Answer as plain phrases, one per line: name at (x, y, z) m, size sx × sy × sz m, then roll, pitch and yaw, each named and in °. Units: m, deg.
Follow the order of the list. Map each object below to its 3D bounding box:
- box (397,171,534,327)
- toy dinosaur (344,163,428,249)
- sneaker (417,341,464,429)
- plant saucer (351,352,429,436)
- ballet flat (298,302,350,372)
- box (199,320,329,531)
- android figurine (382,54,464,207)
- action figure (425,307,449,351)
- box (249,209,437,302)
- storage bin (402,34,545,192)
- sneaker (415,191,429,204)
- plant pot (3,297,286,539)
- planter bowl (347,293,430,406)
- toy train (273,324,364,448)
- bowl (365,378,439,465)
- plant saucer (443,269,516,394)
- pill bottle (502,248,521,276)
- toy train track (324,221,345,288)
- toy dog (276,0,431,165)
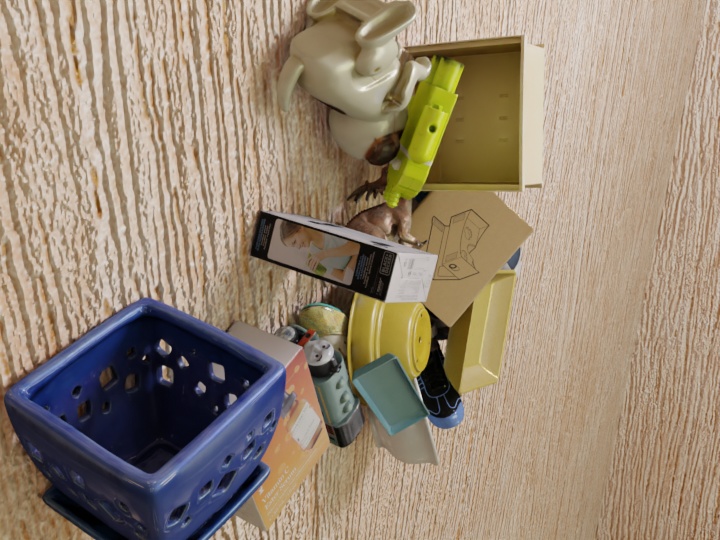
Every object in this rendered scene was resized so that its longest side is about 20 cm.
box at (0.142, -0.040, 1.365) m, size 0.200 × 0.163 × 0.021 m, roll -49°, pitch -171°, yaw 5°
toy dinosaur at (0.018, -0.060, 1.225) m, size 0.200 × 0.136 × 0.086 m, roll -44°, pitch 179°, yaw -29°
sneaker at (0.117, 0.175, 1.500) m, size 0.070 × 0.200 × 0.078 m, roll -24°, pitch 127°, yaw 1°
plant saucer at (0.044, 0.176, 1.264) m, size 0.070 × 0.019 × 0.200 m, roll -28°, pitch 143°, yaw 1°
ballet flat at (-0.030, 0.106, 1.277) m, size 0.071 × 0.070 × 0.200 m, roll -65°, pitch 154°, yaw -12°
box at (-0.135, 0.193, 1.111) m, size 0.152 × 0.106 × 0.201 m, roll -50°, pitch 145°, yaw -33°
android figurine at (0.075, -0.177, 1.151) m, size 0.182 × 0.041 × 0.201 m, roll -105°, pitch -144°, yaw -72°
action figure at (0.098, 0.030, 1.454) m, size 0.130 × 0.069 × 0.201 m, roll -34°, pitch 118°, yaw -49°
box at (-0.021, -0.018, 1.093) m, size 0.116 × 0.199 × 0.061 m, roll 2°, pitch 105°, yaw -62°
storage bin at (0.153, -0.214, 1.249) m, size 0.094 × 0.197 × 0.202 m, roll -12°, pitch 104°, yaw -57°
sneaker at (0.119, -0.141, 1.422) m, size 0.200 × 0.070 × 0.083 m, roll 70°, pitch 23°, yaw -45°
plant pot at (-0.205, 0.173, 0.892) m, size 0.200 × 0.199 × 0.181 m, roll -40°, pitch 145°, yaw -45°
planter bowl at (0.053, 0.098, 1.300) m, size 0.200 × 0.083 × 0.202 m, roll 1°, pitch 90°, yaw -70°
toy train at (-0.060, 0.156, 1.212) m, size 0.085 × 0.113 × 0.201 m, roll -51°, pitch 145°, yaw -34°
bowl at (0.057, 0.228, 1.443) m, size 0.201 × 0.090 × 0.203 m, roll 163°, pitch -90°, yaw -89°
plant saucer at (0.195, 0.094, 1.494) m, size 0.200 × 0.048 × 0.202 m, roll 1°, pitch 99°, yaw -62°
pill bottle at (0.220, -0.043, 1.584) m, size 0.120 × 0.119 × 0.200 m, roll -66°, pitch 151°, yaw -11°
toy train track at (0.000, 0.000, 1.313) m, size 0.115 × 0.032 × 0.200 m, roll -59°, pitch 150°, yaw -22°
toy dog at (0.001, -0.219, 1.086) m, size 0.194 × 0.139 × 0.200 m, roll -51°, pitch 147°, yaw -19°
